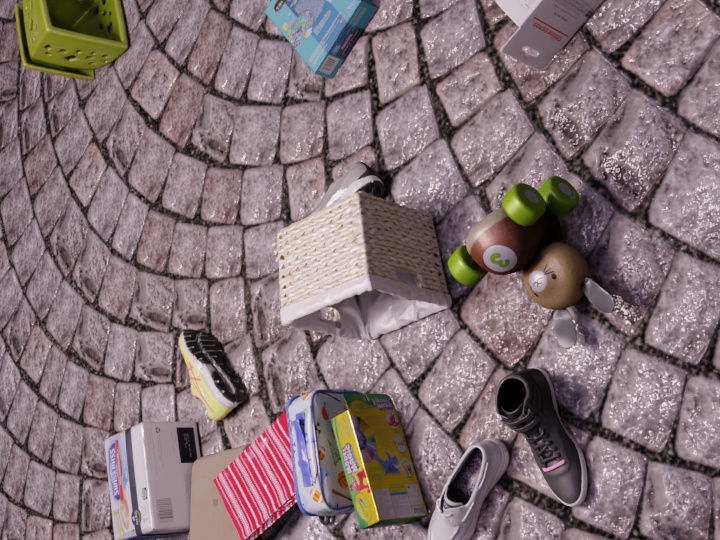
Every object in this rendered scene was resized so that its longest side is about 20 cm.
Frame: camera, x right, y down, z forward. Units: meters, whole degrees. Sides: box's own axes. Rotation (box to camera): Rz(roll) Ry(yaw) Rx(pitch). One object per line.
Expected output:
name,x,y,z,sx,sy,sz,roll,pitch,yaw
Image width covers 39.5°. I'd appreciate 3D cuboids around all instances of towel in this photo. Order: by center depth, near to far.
towel,-0.160,0.352,1.708,0.200,0.022,0.145,-44,54,15

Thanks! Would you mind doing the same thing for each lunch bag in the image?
lunch bag,-0.046,0.280,1.571,0.075,0.160,0.201,-22,70,38

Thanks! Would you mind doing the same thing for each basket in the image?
basket,0.000,0.000,1.549,0.199,0.198,0.162,-25,63,38

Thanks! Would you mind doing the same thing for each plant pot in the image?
plant pot,-0.657,-0.546,2.234,0.181,0.199,0.200,-35,62,42

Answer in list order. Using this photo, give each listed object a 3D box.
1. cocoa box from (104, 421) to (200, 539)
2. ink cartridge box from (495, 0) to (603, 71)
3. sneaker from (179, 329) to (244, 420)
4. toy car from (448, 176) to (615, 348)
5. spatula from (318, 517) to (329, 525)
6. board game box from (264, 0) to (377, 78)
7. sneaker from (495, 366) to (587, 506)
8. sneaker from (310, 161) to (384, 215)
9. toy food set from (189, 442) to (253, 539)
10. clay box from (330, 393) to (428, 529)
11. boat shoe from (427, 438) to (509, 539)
cocoa box,-0.384,0.396,1.881,0.131,0.133,0.201,-26,67,38
ink cartridge box,0.274,-0.389,1.405,0.200,0.116,0.068,-49,54,25
sneaker,-0.294,0.195,1.870,0.090,0.078,0.200,-56,50,30
toy car,0.249,0.003,1.361,0.200,0.157,0.164,56,133,19
spatula,-0.091,0.338,1.697,0.056,0.021,0.201,-39,61,23
board game box,-0.074,-0.462,1.781,0.151,0.047,0.200,-53,53,24
sneaker,0.239,0.226,1.359,0.071,0.099,0.201,-32,65,33
sneaker,-0.041,-0.100,1.690,0.200,0.074,0.080,-44,48,22
toy food set,-0.239,0.420,1.806,0.143,0.060,0.201,-21,62,39
clay box,0.025,0.289,1.535,0.048,0.115,0.201,-35,61,34
boat shoe,0.144,0.331,1.450,0.072,0.068,0.201,47,115,36
